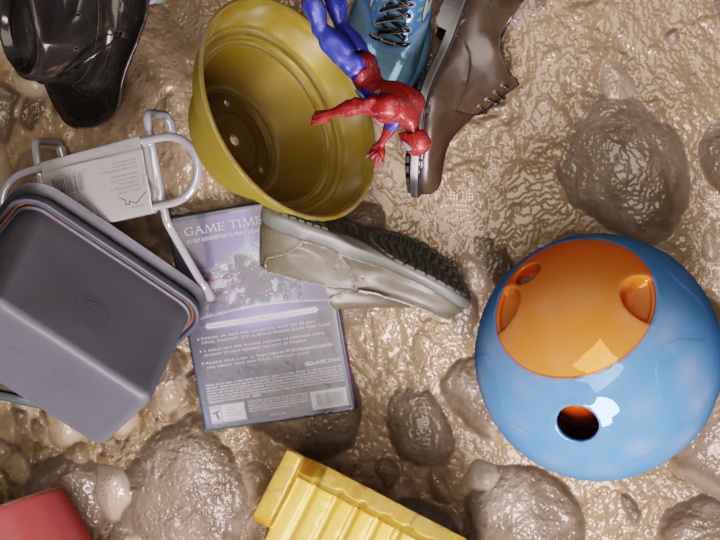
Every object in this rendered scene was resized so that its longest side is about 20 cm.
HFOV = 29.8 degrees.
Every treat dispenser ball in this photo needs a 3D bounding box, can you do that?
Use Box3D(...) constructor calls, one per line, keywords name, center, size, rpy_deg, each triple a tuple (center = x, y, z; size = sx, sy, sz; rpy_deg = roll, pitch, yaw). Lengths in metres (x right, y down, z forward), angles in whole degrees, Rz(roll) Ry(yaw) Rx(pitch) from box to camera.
Box3D(name="treat dispenser ball", center=(0.193, 0.070, 1.104), size=(0.200, 0.201, 0.201), rpy_deg=(1, 97, 7))

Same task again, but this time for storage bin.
Box3D(name="storage bin", center=(-0.254, 0.050, 1.157), size=(0.200, 0.134, 0.146), rpy_deg=(37, 124, -19))

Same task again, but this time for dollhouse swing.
Box3D(name="dollhouse swing", center=(-0.016, 0.281, 1.182), size=(0.200, 0.182, 0.176), rpy_deg=(28, 79, 3))

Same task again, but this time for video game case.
Box3D(name="video game case", center=(-0.089, 0.039, 1.231), size=(0.143, 0.019, 0.200), rpy_deg=(-9, 95, 8))

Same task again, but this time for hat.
Box3D(name="hat", center=(-0.260, -0.220, 1.145), size=(0.200, 0.081, 0.201), rpy_deg=(2, 93, 51))

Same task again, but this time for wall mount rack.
Box3D(name="wall mount rack", center=(-0.213, -0.045, 1.201), size=(0.200, 0.075, 0.174), rpy_deg=(-11, 88, 18))

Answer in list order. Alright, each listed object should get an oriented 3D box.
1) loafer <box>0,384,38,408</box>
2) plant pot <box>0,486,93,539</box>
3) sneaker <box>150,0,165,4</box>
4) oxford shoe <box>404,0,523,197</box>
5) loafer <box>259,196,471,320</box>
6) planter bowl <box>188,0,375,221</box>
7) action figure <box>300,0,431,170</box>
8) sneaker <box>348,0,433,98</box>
Box3D(name="loafer", center=(-0.324, 0.086, 1.244), size=(0.200, 0.072, 0.063), rpy_deg=(10, 92, 8))
Box3D(name="plant pot", center=(-0.307, 0.301, 1.212), size=(0.200, 0.200, 0.178), rpy_deg=(-22, 83, 9))
Box3D(name="sneaker", center=(-0.160, -0.304, 1.136), size=(0.078, 0.140, 0.200), rpy_deg=(43, 100, 0))
Box3D(name="oxford shoe", center=(0.090, -0.153, 1.158), size=(0.084, 0.073, 0.200), rpy_deg=(19, 99, 3))
Box3D(name="loafer", center=(0.000, 0.000, 1.187), size=(0.200, 0.075, 0.070), rpy_deg=(22, 112, -2))
Box3D(name="planter bowl", center=(-0.085, -0.124, 1.149), size=(0.083, 0.200, 0.201), rpy_deg=(-23, 94, 39))
Box3D(name="action figure", center=(-0.018, -0.158, 1.131), size=(0.200, 0.065, 0.099), rpy_deg=(51, 126, 15))
Box3D(name="sneaker", center=(0.027, -0.238, 1.145), size=(0.078, 0.090, 0.200), rpy_deg=(12, 100, 6))
